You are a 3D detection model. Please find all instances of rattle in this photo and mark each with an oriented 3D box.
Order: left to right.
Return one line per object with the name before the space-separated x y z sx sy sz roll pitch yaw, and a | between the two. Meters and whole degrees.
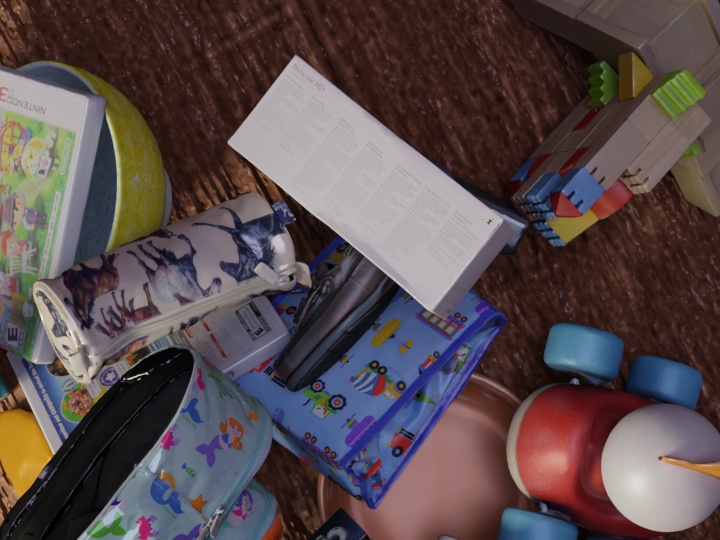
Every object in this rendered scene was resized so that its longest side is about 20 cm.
rattle | -0.178 0.178 1.385 0.199 0.143 0.131 -8 116 -24

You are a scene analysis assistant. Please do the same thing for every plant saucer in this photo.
plant saucer | 0.063 0.179 1.405 0.198 0.037 0.202 0 87 -5

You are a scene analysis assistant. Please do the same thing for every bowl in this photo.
bowl | -0.211 -0.057 1.340 0.107 0.199 0.202 3 87 -48

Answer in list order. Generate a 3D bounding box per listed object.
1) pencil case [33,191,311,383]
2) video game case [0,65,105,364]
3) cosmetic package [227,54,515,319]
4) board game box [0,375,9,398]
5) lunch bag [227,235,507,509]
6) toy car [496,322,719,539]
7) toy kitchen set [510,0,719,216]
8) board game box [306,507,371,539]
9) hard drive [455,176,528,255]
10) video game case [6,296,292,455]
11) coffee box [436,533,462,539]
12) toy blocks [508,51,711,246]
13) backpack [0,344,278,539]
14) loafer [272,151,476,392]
pencil case | -0.136 0.012 1.232 0.199 0.089 0.078 -25 124 -28
video game case | -0.273 -0.050 1.309 0.022 0.181 0.202 3 102 -48
cosmetic package | 0.007 -0.060 1.229 0.200 0.051 0.083 40 95 19
board game box | -0.346 0.113 1.284 0.150 0.200 0.047 -29 91 -6
lunch bag | 0.006 0.056 1.358 0.150 0.094 0.200 33 75 29
toy car | 0.229 0.152 1.321 0.176 0.199 0.186 22 80 -31
toy kitchen set | 0.262 -0.193 1.424 0.163 0.180 0.200 -43 132 -9
board game box | -0.055 0.286 1.304 0.200 0.136 0.035 -43 52 -9
hard drive | 0.032 -0.074 1.359 0.199 0.140 0.033 26 97 -5
video game case | -0.167 0.060 1.350 0.199 0.018 0.143 -31 48 -6
coffee box | 0.154 0.279 1.341 0.199 0.114 0.080 24 82 -26
toy blocks | 0.178 -0.079 1.335 0.100 0.200 0.137 46 78 -11
backpack | -0.147 0.156 1.213 0.150 0.177 0.201 36 75 -20
loafer | 0.000 0.000 1.280 0.063 0.072 0.200 44 95 11
